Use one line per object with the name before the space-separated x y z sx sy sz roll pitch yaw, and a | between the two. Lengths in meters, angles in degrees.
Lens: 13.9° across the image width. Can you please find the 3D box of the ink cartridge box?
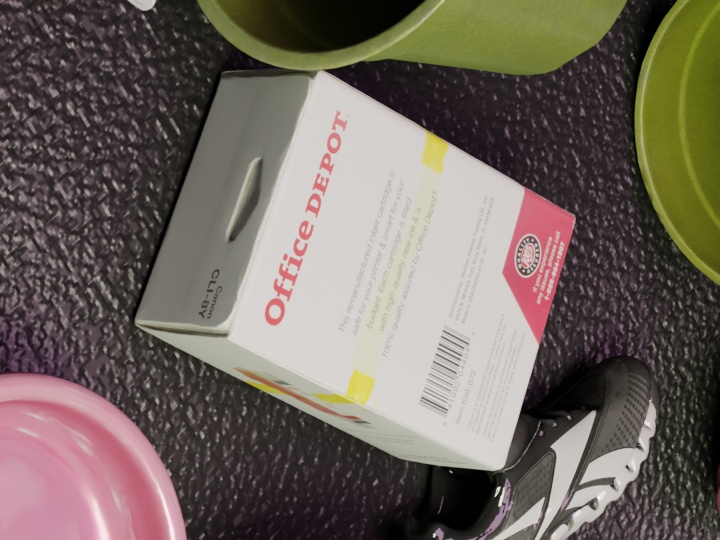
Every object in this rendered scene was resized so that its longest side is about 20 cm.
ink cartridge box | 0.000 0.000 1.511 0.200 0.083 0.146 29 74 -38

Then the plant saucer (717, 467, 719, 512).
plant saucer | 0.286 0.077 1.715 0.200 0.201 0.051 -9 56 -40

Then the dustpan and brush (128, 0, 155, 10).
dustpan and brush | -0.164 -0.197 1.371 0.140 0.057 0.200 -51 123 -26

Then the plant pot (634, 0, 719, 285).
plant pot | 0.293 -0.093 1.706 0.193 0.200 0.201 -17 104 -51

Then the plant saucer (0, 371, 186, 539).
plant saucer | -0.170 0.145 1.349 0.200 0.051 0.201 -4 97 -41

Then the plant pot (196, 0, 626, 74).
plant pot | 0.042 -0.177 1.488 0.190 0.200 0.201 18 81 -53

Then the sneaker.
sneaker | 0.091 0.106 1.608 0.200 0.066 0.091 -49 124 -25
